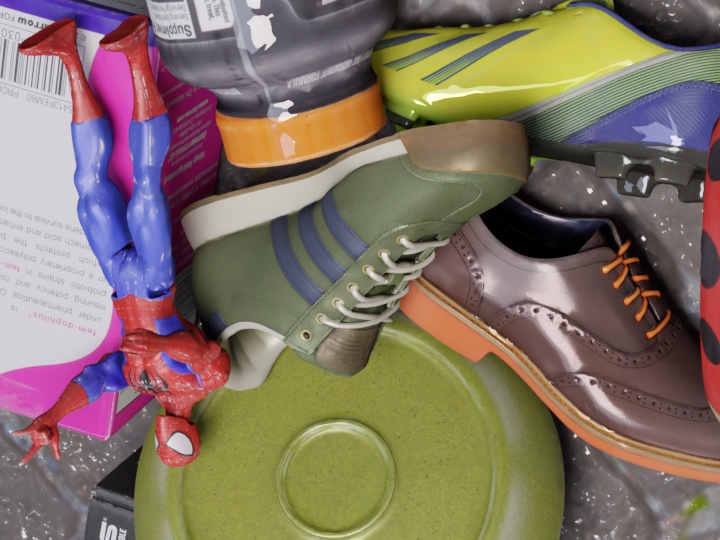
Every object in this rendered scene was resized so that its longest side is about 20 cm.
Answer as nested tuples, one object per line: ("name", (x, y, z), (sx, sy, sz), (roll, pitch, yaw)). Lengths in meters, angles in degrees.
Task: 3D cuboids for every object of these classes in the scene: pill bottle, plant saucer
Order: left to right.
("pill bottle", (-0.045, -0.147, 1.198), (0.105, 0.106, 0.201), (-7, 107, 24))
("plant saucer", (-0.008, 0.097, 1.289), (0.198, 0.031, 0.202), (-3, 70, 9))

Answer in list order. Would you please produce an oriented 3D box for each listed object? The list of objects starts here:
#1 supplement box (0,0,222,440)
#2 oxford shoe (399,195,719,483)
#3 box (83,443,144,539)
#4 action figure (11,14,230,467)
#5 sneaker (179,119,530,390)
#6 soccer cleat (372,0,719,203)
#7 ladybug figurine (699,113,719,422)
("supplement box", (-0.128, -0.040, 1.317), (0.101, 0.103, 0.201), (16, 112, 15))
("oxford shoe", (0.107, 0.025, 1.254), (0.199, 0.071, 0.073), (29, 122, 6))
("box", (-0.054, 0.200, 1.377), (0.163, 0.086, 0.201), (19, 114, 16))
("action figure", (-0.109, 0.004, 1.217), (0.065, 0.099, 0.201), (0, 116, 30))
("sneaker", (0.000, 0.000, 1.237), (0.199, 0.067, 0.091), (-16, 75, 44))
("soccer cleat", (0.076, -0.085, 1.252), (0.199, 0.065, 0.084), (12, 82, 23))
("ladybug figurine", (0.178, -0.003, 1.180), (0.071, 0.136, 0.201), (4, 117, 14))
